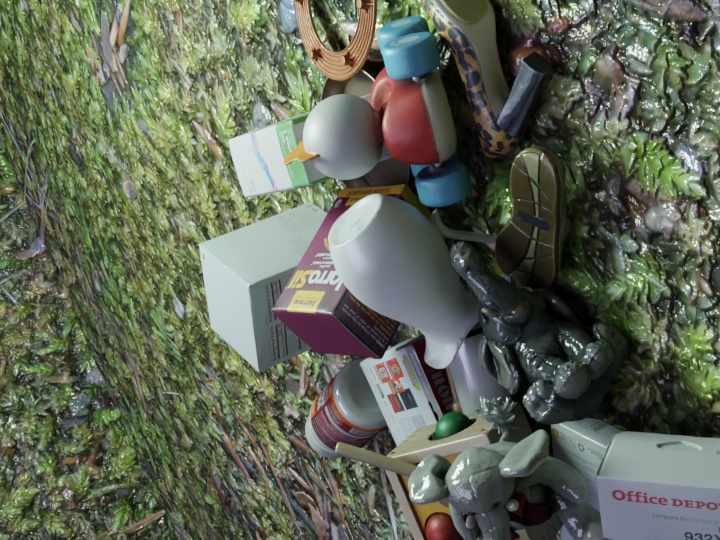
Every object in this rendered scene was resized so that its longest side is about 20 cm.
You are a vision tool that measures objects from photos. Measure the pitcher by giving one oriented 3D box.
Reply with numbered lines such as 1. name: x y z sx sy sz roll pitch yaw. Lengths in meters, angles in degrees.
1. pitcher: 0.076 -0.010 1.254 0.200 0.172 0.121 44 180 -23

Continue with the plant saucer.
1. plant saucer: 0.014 -0.175 1.433 0.200 0.034 0.202 38 139 42

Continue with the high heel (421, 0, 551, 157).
1. high heel: 0.112 -0.221 1.192 0.200 0.071 0.143 47 144 22

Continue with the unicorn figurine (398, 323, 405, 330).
1. unicorn figurine: 0.019 0.045 1.485 0.138 0.073 0.201 97 156 -47

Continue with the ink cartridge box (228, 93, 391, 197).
1. ink cartridge box: -0.061 -0.159 1.387 0.199 0.144 0.085 -2 108 61

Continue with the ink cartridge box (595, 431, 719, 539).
1. ink cartridge box: 0.327 0.276 1.104 0.144 0.084 0.202 0 114 28

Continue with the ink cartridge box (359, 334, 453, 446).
1. ink cartridge box: 0.103 0.189 1.481 0.201 0.083 0.175 66 155 2

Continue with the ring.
1. ring: -0.039 -0.344 1.383 0.200 0.019 0.202 26 121 55

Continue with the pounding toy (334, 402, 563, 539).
1. pounding toy: 0.108 0.253 1.297 0.183 0.142 0.201 -21 95 35

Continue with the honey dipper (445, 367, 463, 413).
1. honey dipper: 0.107 0.090 1.415 0.038 0.038 0.202 -27 74 62

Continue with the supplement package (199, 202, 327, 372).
1. supplement package: -0.110 0.021 1.611 0.152 0.199 0.152 35 138 45

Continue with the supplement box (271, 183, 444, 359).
1. supplement box: 0.000 0.000 1.374 0.130 0.201 0.103 1 145 49

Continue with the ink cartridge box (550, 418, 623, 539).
1. ink cartridge box: 0.305 0.280 1.248 0.197 0.047 0.202 22 129 51

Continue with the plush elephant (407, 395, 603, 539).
1. plush elephant: 0.144 0.236 1.132 0.164 0.154 0.202 -23 83 28

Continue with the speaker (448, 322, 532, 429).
1. speaker: 0.165 0.165 1.367 0.081 0.081 0.202 -1 108 60

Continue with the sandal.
1. sandal: 0.196 -0.057 1.180 0.080 0.054 0.201 31 142 28

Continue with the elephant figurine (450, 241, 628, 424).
1. elephant figurine: 0.188 0.070 1.212 0.200 0.141 0.156 40 127 30

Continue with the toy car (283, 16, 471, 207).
1. toy car: 0.005 -0.164 1.236 0.177 0.198 0.186 -97 -8 -66

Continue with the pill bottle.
1. pill bottle: -0.017 0.220 1.689 0.110 0.109 0.200 60 150 13
